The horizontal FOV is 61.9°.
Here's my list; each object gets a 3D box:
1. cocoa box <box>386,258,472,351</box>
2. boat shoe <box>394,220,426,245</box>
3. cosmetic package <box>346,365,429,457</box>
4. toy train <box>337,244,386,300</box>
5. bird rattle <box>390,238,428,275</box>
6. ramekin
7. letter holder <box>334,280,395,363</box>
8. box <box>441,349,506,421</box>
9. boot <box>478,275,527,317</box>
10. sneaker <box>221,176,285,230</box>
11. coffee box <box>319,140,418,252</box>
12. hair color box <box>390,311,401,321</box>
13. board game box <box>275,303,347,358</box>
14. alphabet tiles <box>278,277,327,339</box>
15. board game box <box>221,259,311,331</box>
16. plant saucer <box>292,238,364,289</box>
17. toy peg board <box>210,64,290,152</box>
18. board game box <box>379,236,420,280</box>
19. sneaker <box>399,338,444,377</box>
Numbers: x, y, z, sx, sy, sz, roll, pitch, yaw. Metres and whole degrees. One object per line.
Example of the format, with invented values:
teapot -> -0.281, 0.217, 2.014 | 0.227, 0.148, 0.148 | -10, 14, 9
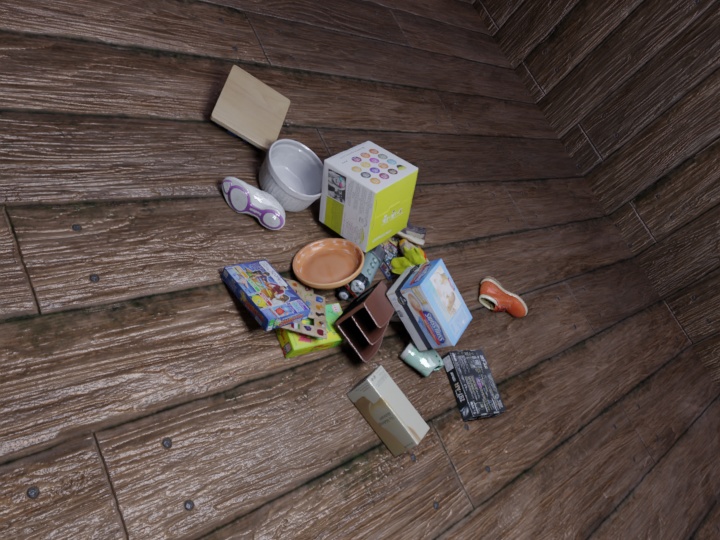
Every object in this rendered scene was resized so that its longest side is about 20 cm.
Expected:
cocoa box -> 0.191, 0.096, 1.638 | 0.133, 0.129, 0.203 | -44, 110, -41
boat shoe -> 0.132, -0.134, 1.888 | 0.197, 0.071, 0.066 | 20, 87, -35
cosmetic package -> 0.068, 0.353, 1.503 | 0.201, 0.105, 0.071 | 51, 42, 4
toy train -> 0.000, 0.000, 1.694 | 0.086, 0.113, 0.202 | 48, 39, -17
bird rattle -> 0.188, -0.025, 1.854 | 0.197, 0.113, 0.165 | 23, 30, -31
ramekin -> -0.200, -0.265, 1.732 | 0.197, 0.105, 0.204 | 23, 46, -26
letter holder -> 0.035, 0.137, 1.592 | 0.144, 0.100, 0.200 | 55, 22, -3
box -> 0.339, 0.340, 1.799 | 0.157, 0.043, 0.204 | 4, 58, -40
boot -> 0.494, 0.118, 2.094 | 0.198, 0.075, 0.108 | 34, 45, -5
sneaker -> -0.290, -0.188, 1.635 | 0.198, 0.075, 0.100 | 36, 23, -15
coffee box -> 0.021, -0.213, 1.704 | 0.196, 0.204, 0.198 | 34, 45, 26
hair color box -> 0.168, 0.105, 1.783 | 0.196, 0.100, 0.062 | 5, 57, -40
board game box -> -0.120, 0.150, 1.530 | 0.197, 0.048, 0.103 | -6, 64, -44
alphabet tiles -> -0.163, 0.087, 1.508 | 0.163, 0.008, 0.202 | 17, 30, -16
board game box -> -0.230, 0.055, 1.460 | 0.133, 0.035, 0.200 | -12, 47, -46
plant saucer -> -0.085, -0.014, 1.624 | 0.194, 0.038, 0.203 | -3, 39, 3
toy peg board -> -0.337, -0.460, 1.787 | 0.197, 0.097, 0.204 | 27, 60, -22
board game box -> 0.115, -0.061, 1.913 | 0.198, 0.035, 0.137 | -25, 78, -49
sneaker -> 0.203, 0.223, 1.742 | 0.118, 0.074, 0.201 | 42, 50, 3
